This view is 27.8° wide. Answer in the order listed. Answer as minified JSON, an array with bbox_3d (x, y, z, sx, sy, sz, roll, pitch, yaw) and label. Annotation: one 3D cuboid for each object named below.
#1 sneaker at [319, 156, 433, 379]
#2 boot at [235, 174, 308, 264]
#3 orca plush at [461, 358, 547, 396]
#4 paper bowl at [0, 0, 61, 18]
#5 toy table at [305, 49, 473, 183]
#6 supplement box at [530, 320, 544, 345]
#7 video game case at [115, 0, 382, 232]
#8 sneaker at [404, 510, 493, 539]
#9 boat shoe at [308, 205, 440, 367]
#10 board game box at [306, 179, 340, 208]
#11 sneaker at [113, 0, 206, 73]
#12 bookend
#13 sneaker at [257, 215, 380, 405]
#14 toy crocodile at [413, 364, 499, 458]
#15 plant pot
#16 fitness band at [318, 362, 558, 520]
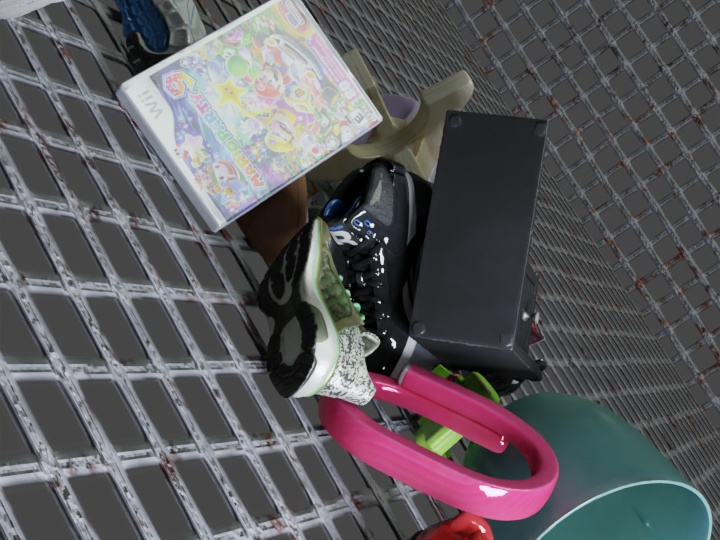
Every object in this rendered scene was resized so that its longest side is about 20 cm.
[{"bbox_3d":[0.000,0.000,1.262,0.112,0.073,0.201,26,72,-45],"label":"sneaker"},{"bbox_3d":[-0.088,-0.098,1.325,0.146,0.070,0.201,65,11,-89],"label":"boot"},{"bbox_3d":[0.151,0.125,1.573,0.200,0.105,0.071,139,-42,-82],"label":"orca plush"},{"bbox_3d":[-0.220,-0.265,0.993,0.104,0.200,0.201,39,22,-52],"label":"paper bowl"},{"bbox_3d":[0.037,-0.117,1.434,0.200,0.184,0.117,50,-5,29],"label":"toy table"},{"bbox_3d":[0.148,0.030,1.599,0.200,0.061,0.109,25,43,-75],"label":"supplement box"},{"bbox_3d":[-0.090,-0.140,1.237,0.200,0.018,0.143,-36,92,-32],"label":"video game case"},{"bbox_3d":[0.061,0.225,1.053,0.077,0.085,0.200,52,15,-8],"label":"sneaker"},{"bbox_3d":[0.013,0.015,1.377,0.199,0.074,0.068,38,36,-26],"label":"boat shoe"},{"bbox_3d":[-0.021,-0.073,1.533,0.200,0.034,0.135,28,32,-61],"label":"board game box"},{"bbox_3d":[-0.183,-0.238,1.333,0.087,0.075,0.201,43,26,-58],"label":"sneaker"},{"bbox_3d":[0.121,-0.015,1.309,0.200,0.092,0.200,43,56,-71],"label":"bookend"},{"bbox_3d":[-0.028,0.039,1.172,0.088,0.077,0.200,31,33,-27],"label":"sneaker"},{"bbox_3d":[0.083,0.130,1.366,0.062,0.067,0.200,48,13,0],"label":"toy crocodile"},{"bbox_3d":[0.179,0.204,1.275,0.201,0.200,0.161,42,11,-42],"label":"plant pot"},{"bbox_3d":[0.063,0.132,1.165,0.199,0.038,0.144,24,20,8],"label":"fitness band"}]
